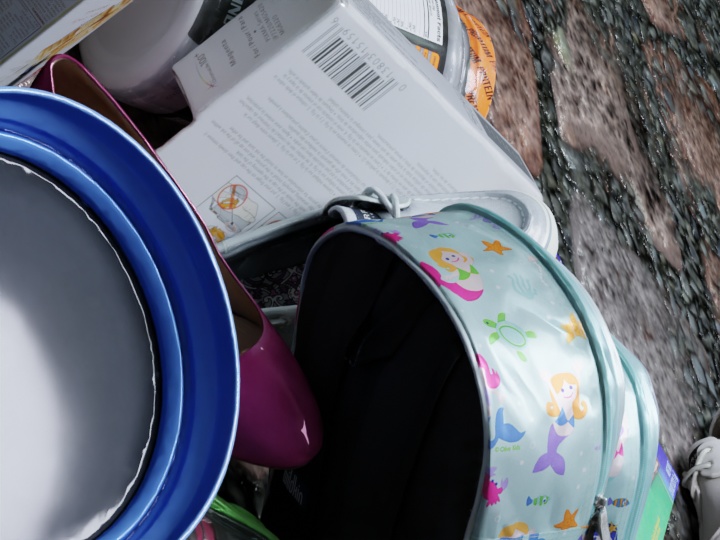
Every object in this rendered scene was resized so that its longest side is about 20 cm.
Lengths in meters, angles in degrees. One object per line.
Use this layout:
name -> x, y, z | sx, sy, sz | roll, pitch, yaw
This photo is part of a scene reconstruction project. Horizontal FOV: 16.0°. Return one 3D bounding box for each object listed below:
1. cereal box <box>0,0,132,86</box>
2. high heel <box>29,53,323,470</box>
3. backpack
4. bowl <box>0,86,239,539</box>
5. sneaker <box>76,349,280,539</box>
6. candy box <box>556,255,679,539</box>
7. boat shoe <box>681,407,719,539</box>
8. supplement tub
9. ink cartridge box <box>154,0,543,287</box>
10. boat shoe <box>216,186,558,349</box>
cereal box -> -0.111, -0.133, 1.107 | 0.040, 0.200, 0.144 | 54, 25, -4
high heel -> -0.084, -0.002, 1.109 | 0.067, 0.096, 0.200 | -36, 67, -29
backpack -> 0.042, 0.074, 1.150 | 0.177, 0.150, 0.201 | 42, -45, 48
bowl -> -0.133, 0.029, 1.006 | 0.200, 0.039, 0.202 | 18, 63, -41
sneaker -> -0.091, 0.123, 1.108 | 0.200, 0.076, 0.084 | 52, 45, -26
candy box -> 0.107, 0.095, 1.535 | 0.201, 0.077, 0.169 | 60, 25, -15
boat shoe -> 0.262, 0.154, 1.849 | 0.070, 0.071, 0.200 | 37, 31, -1
supplement tub -> -0.034, -0.117, 1.303 | 0.199, 0.122, 0.123 | 20, 50, -39
ink cartridge box -> -0.029, -0.040, 1.259 | 0.200, 0.173, 0.044 | 41, 18, -47
boat shoe -> -0.001, -0.001, 1.226 | 0.072, 0.200, 0.070 | 79, -8, -57
